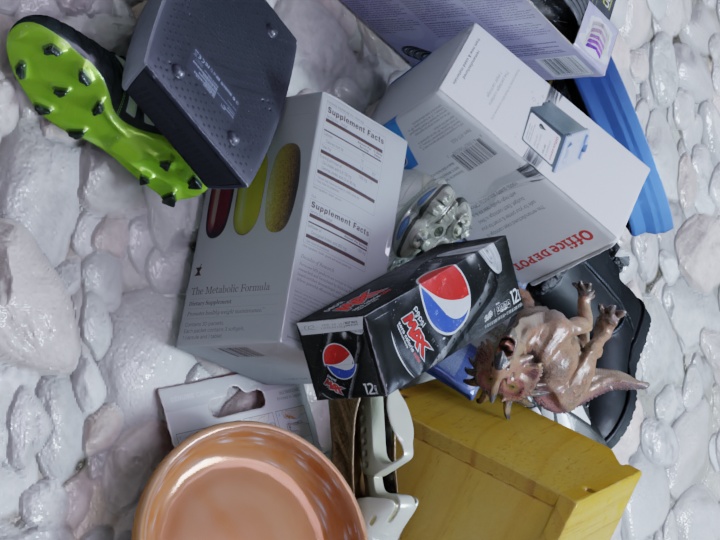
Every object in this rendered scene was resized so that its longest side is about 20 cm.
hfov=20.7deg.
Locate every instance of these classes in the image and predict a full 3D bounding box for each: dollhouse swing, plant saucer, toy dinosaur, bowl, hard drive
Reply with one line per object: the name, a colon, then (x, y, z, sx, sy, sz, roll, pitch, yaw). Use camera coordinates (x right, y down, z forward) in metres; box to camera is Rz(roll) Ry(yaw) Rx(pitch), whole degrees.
dollhouse swing: (0.093, 0.217, 1.642, 0.182, 0.199, 0.177, -11, 121, -57)
plant saucer: (-0.085, 0.214, 1.478, 0.199, 0.037, 0.201, 11, 69, -30)
toy dinosaur: (0.158, 0.082, 1.675, 0.200, 0.086, 0.136, 38, 61, -37)
bowl: (0.224, -0.123, 1.758, 0.201, 0.039, 0.201, -22, 90, -85)
hard drive: (-0.112, -0.156, 1.463, 0.135, 0.042, 0.200, 50, 31, -26)

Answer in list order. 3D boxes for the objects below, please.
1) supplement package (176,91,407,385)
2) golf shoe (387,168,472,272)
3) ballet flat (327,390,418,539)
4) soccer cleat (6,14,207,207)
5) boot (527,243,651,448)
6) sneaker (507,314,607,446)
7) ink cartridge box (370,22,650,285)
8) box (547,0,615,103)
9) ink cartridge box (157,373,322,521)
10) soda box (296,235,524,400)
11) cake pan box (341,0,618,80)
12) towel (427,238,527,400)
supplement package: (-0.052, -0.022, 1.531, 0.109, 0.113, 0.201, 27, 66, -46)
golf shoe: (0.000, 0.000, 1.625, 0.200, 0.097, 0.078, -47, 140, -10)
ballet flat: (0.012, 0.157, 1.557, 0.068, 0.072, 0.201, 7, 81, -46)
soccer cleat: (-0.180, -0.127, 1.434, 0.200, 0.067, 0.081, 42, 36, -36)
boot: (0.206, 0.053, 1.861, 0.163, 0.073, 0.199, 52, 46, -38)
sneaker: (0.177, 0.102, 1.780, 0.090, 0.067, 0.200, -41, 110, 8)
ink cartridge box: (0.117, -0.092, 1.653, 0.200, 0.146, 0.086, 37, 59, -15)
box: (0.170, -0.247, 1.841, 0.161, 0.049, 0.201, 37, 63, -41)
ink cartridge box: (-0.089, 0.184, 1.556, 0.161, 0.050, 0.201, -9, 78, -49)
soda box: (0.041, 0.034, 1.494, 0.200, 0.071, 0.064, -29, 107, -50)
cake pan box: (0.090, -0.221, 1.634, 0.184, 0.199, 0.053, 34, 67, -41)
towel: (0.075, -0.006, 1.706, 0.147, 0.024, 0.201, 33, 62, -14)
